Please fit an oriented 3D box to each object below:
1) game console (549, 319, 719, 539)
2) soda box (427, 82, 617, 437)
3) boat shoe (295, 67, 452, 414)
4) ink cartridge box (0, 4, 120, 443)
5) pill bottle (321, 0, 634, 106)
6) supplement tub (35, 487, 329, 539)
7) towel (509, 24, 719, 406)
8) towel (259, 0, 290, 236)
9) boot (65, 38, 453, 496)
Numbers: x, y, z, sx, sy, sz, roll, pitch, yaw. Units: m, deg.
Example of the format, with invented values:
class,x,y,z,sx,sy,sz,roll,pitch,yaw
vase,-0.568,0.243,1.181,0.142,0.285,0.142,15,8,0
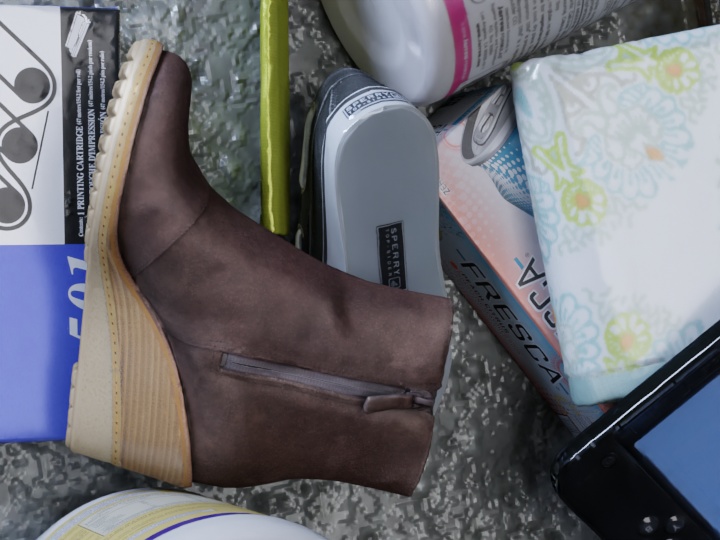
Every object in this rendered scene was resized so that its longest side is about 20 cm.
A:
class,x,y,z,sx,sy,sz,roll,pitch,yaw
game console,0.222,0.107,0.969,0.200,0.116,0.176,-40,123,8
soda box,0.097,0.004,1.054,0.068,0.064,0.200,-43,104,-17
boat shoe,-0.003,0.000,1.010,0.074,0.068,0.200,-15,119,-17
ink cartridge box,-0.159,-0.021,0.963,0.094,0.044,0.200,-1,90,-20
pill bottle,0.085,-0.171,1.025,0.200,0.113,0.113,-28,99,-20
supplement tub,-0.079,0.171,0.908,0.145,0.200,0.146,0,90,-21
towel,0.182,-0.034,1.018,0.200,0.048,0.171,-11,89,-10
towel,-0.045,-0.116,0.991,0.018,0.086,0.200,-1,90,3
boot,-0.041,0.002,0.933,0.166,0.072,0.200,5,103,-8
